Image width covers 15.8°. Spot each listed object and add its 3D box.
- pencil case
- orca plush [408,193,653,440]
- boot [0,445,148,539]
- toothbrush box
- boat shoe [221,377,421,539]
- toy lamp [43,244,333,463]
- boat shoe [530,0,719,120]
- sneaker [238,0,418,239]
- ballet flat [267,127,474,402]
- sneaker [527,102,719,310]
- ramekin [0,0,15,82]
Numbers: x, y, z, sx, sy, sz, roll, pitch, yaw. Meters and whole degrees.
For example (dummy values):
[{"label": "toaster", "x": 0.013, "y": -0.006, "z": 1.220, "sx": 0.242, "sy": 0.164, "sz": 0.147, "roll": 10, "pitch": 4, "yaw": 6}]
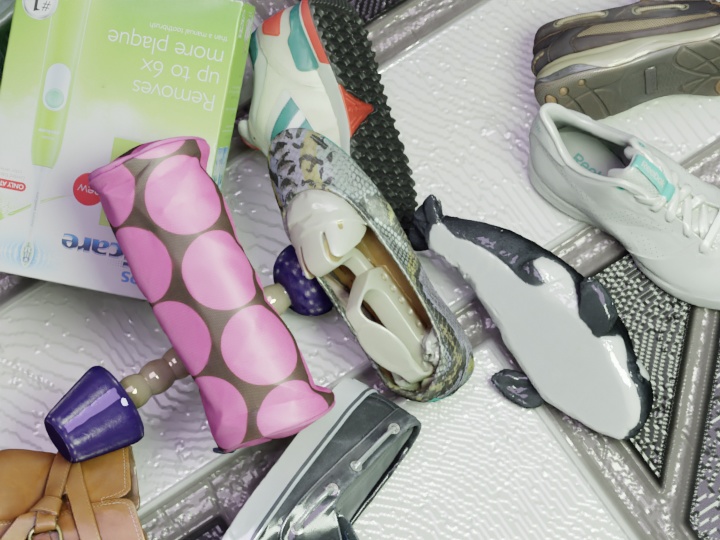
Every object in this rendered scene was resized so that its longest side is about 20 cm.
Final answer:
[{"label": "pencil case", "x": -0.091, "y": 0.013, "z": 1.595, "sx": 0.091, "sy": 0.094, "sz": 0.200, "roll": -23, "pitch": 93, "yaw": 24}, {"label": "orca plush", "x": 0.118, "y": 0.026, "z": 1.669, "sx": 0.200, "sy": 0.071, "sz": 0.105, "roll": 32, "pitch": 119, "yaw": 22}, {"label": "boot", "x": -0.203, "y": 0.204, "z": 1.622, "sx": 0.155, "sy": 0.077, "sz": 0.200, "roll": -9, "pitch": 59, "yaw": -1}, {"label": "toothbrush box", "x": -0.159, "y": -0.089, "z": 1.676, "sx": 0.145, "sy": 0.086, "sz": 0.200, "roll": 12, "pitch": 96, "yaw": 2}, {"label": "boat shoe", "x": -0.032, "y": 0.162, "z": 1.616, "sx": 0.068, "sy": 0.072, "sz": 0.200, "roll": 28, "pitch": 66, "yaw": 19}, {"label": "toy lamp", "x": -0.111, "y": 0.057, "z": 1.656, "sx": 0.200, "sy": 0.058, "sz": 0.058, "roll": -31, "pitch": 67, "yaw": -20}, {"label": "boat shoe", "x": 0.208, "y": -0.158, "z": 1.716, "sx": 0.200, "sy": 0.075, "sz": 0.073, "roll": -11, "pitch": 60, "yaw": -4}, {"label": "sneaker", "x": -0.029, "y": -0.081, "z": 1.726, "sx": 0.093, "sy": 0.070, "sz": 0.200, "roll": -21, "pitch": 78, "yaw": 34}, {"label": "ballet flat", "x": 0.000, "y": 0.000, "z": 1.634, "sx": 0.072, "sy": 0.072, "sz": 0.200, "roll": -36, "pitch": 95, "yaw": -8}, {"label": "sneaker", "x": 0.191, "y": -0.044, "z": 1.662, "sx": 0.200, "sy": 0.089, "sz": 0.075, "roll": 29, "pitch": 72, "yaw": 17}, {"label": "ramekin", "x": -0.294, "y": -0.211, "z": 1.786, "sx": 0.200, "sy": 0.098, "sz": 0.200, "roll": -2, "pitch": 67, "yaw": 6}]
